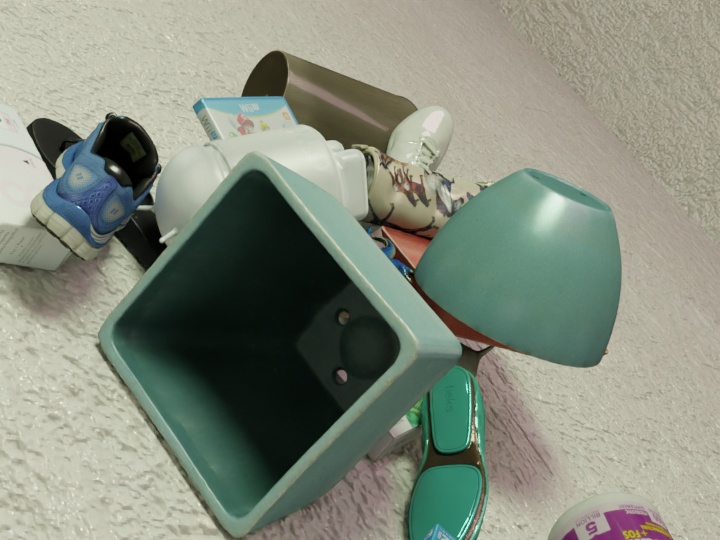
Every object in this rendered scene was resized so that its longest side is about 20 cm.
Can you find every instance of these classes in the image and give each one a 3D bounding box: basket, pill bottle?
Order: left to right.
[{"bbox_3d":[-0.042,-0.186,1.351,0.199,0.136,0.181,20,23,-34],"label":"basket"},{"bbox_3d":[0.239,0.297,0.917,0.112,0.112,0.200,28,25,-28],"label":"pill bottle"}]

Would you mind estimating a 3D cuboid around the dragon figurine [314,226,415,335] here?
[{"bbox_3d":[0.000,0.000,1.030,0.099,0.059,0.201,43,35,-27],"label":"dragon figurine"}]

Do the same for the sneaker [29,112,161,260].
[{"bbox_3d":[-0.191,-0.077,0.848,0.079,0.089,0.200,46,10,-19],"label":"sneaker"}]

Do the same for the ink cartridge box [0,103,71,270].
[{"bbox_3d":[-0.324,-0.080,0.803,0.200,0.057,0.163,17,32,-54],"label":"ink cartridge box"}]

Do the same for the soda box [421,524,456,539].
[{"bbox_3d":[0.105,0.285,0.788,0.200,0.064,0.068,40,22,0],"label":"soda box"}]

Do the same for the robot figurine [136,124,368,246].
[{"bbox_3d":[-0.092,-0.061,0.937,0.199,0.114,0.169,-15,20,-26],"label":"robot figurine"}]

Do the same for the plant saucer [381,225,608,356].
[{"bbox_3d":[0.129,0.031,1.121,0.199,0.037,0.200,16,20,-25],"label":"plant saucer"}]

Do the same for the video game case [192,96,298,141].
[{"bbox_3d":[-0.074,-0.085,1.077,0.143,0.018,0.201,-16,75,-58],"label":"video game case"}]

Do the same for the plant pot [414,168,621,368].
[{"bbox_3d":[0.168,-0.017,1.027,0.199,0.135,0.200,21,18,-7],"label":"plant pot"}]

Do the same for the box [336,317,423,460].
[{"bbox_3d":[-0.010,0.081,1.021,0.200,0.036,0.144,48,23,15],"label":"box"}]

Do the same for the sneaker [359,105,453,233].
[{"bbox_3d":[0.058,-0.115,1.277,0.075,0.200,0.088,44,-17,-22],"label":"sneaker"}]

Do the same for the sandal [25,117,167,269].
[{"bbox_3d":[-0.214,-0.071,0.966,0.200,0.043,0.076,42,22,3],"label":"sandal"}]

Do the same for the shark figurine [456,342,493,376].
[{"bbox_3d":[0.103,0.077,1.128,0.128,0.089,0.215,55,2,-15],"label":"shark figurine"}]

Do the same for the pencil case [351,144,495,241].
[{"bbox_3d":[0.075,-0.078,1.198,0.199,0.090,0.078,15,-14,-24],"label":"pencil case"}]

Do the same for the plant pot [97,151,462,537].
[{"bbox_3d":[-0.036,0.057,0.833,0.197,0.196,0.200,50,18,22],"label":"plant pot"}]

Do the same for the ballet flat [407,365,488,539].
[{"bbox_3d":[0.082,0.179,0.931,0.071,0.067,0.201,66,24,-44],"label":"ballet flat"}]
